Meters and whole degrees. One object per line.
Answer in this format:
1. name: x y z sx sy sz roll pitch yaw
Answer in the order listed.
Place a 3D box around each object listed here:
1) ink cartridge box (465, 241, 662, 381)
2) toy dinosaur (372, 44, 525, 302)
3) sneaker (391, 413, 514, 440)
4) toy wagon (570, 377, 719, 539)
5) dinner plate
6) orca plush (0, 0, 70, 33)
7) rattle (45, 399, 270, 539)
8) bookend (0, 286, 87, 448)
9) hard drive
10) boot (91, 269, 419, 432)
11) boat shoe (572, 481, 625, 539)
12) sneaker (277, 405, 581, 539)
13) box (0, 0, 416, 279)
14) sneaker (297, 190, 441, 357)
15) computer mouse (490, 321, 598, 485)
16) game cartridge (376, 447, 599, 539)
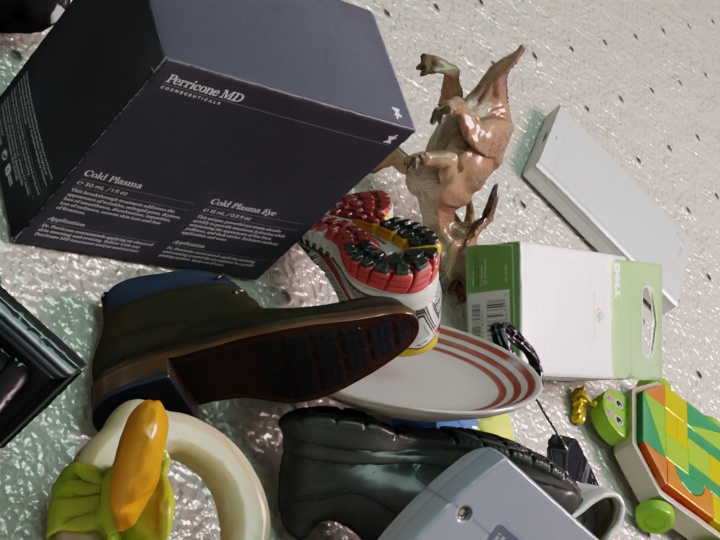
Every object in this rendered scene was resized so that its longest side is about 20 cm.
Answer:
1. ink cartridge box: 0.172 0.038 1.103 0.198 0.059 0.106 6 81 -44
2. toy dinosaur: 0.086 -0.091 1.079 0.135 0.201 0.086 24 13 -34
3. sneaker: 0.088 0.164 0.927 0.201 0.076 0.105 51 38 12
4. toy wagon: 0.263 0.160 1.144 0.199 0.039 0.156 37 38 -20
5. dinner plate: 0.023 0.066 0.890 0.197 0.025 0.200 11 14 -3
6. orca plush: -0.246 -0.167 0.835 0.200 0.104 0.072 -19 111 -82
7. rattle: -0.060 0.148 0.715 0.200 0.143 0.131 44 37 -8
8. bookend: -0.266 0.057 0.610 0.199 0.092 0.201 44 37 -10
9. hard drive: 0.251 -0.063 1.337 0.200 0.026 0.132 43 36 -10
10. boot: -0.069 0.028 0.796 0.075 0.197 0.098 78 -3 -49
11. boat shoe: 0.101 0.211 0.842 0.071 0.069 0.201 44 64 -12
12. sneaker: 0.041 0.142 0.844 0.197 0.076 0.092 9 90 -2
13. box: -0.101 -0.095 0.846 0.198 0.182 0.105 10 52 -43
14. sneaker: 0.000 0.000 0.931 0.077 0.083 0.200 -14 23 -12
15. computer mouse: 0.136 0.126 1.000 0.202 0.034 0.059 64 29 -16
16. game cartridge: 0.049 0.209 0.764 0.133 0.041 0.201 43 79 -26
